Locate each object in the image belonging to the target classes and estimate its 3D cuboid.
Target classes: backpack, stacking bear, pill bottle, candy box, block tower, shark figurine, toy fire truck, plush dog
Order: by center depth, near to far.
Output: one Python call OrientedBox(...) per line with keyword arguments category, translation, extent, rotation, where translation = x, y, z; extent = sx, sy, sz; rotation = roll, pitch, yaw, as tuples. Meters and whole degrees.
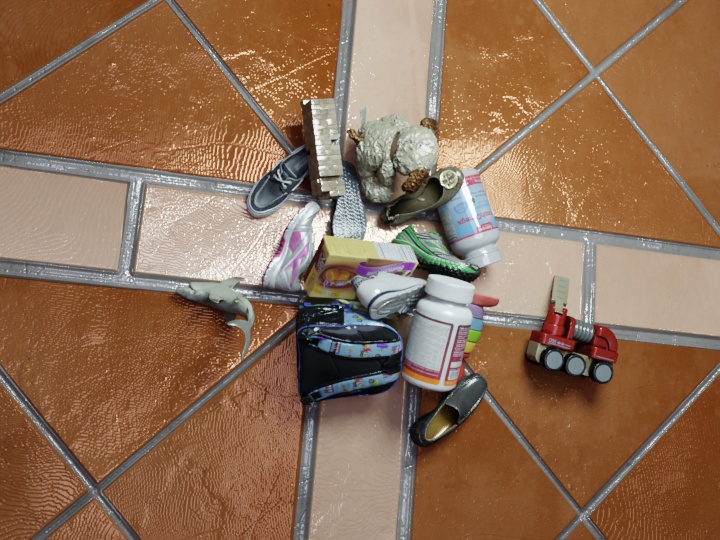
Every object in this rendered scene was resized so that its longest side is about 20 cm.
OrientedBox(category="pill bottle", translation=(0.149, 0.116, 1.229), extent=(0.109, 0.110, 0.202), rotation=(11, 99, -9))
OrientedBox(category="backpack", translation=(-0.024, 0.151, 1.245), extent=(0.198, 0.135, 0.184), rotation=(-3, 116, -6))
OrientedBox(category="shark figurine", translation=(-0.247, 0.086, 1.254), extent=(0.128, 0.214, 0.090), rotation=(-18, 127, -41))
OrientedBox(category="candy box", translation=(0.000, 0.000, 1.276), extent=(0.199, 0.117, 0.057), rotation=(6, 42, -29))
OrientedBox(category="block tower", translation=(-0.075, -0.245, 1.300), extent=(0.054, 0.058, 0.202), rotation=(-8, 90, -28))
OrientedBox(category="plush dog", translation=(0.077, -0.244, 1.310), extent=(0.171, 0.160, 0.202), rotation=(9, 77, 27))
OrientedBox(category="stacking bear", translation=(0.191, 0.137, 1.330), extent=(0.121, 0.113, 0.202), rotation=(15, 91, 35))
OrientedBox(category="pill bottle", translation=(0.228, -0.103, 1.371), extent=(0.108, 0.109, 0.201), rotation=(-19, 86, -13))
OrientedBox(category="toy fire truck", translation=(0.456, 0.120, 1.391), extent=(0.175, 0.129, 0.202), rotation=(15, 89, -9))

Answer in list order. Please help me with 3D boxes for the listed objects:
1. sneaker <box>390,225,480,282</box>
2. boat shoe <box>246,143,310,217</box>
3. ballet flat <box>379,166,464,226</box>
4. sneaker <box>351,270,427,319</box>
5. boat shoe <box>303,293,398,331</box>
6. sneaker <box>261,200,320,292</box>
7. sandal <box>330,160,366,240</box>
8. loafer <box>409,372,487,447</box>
OrientedBox(category="sneaker", translation=(0.158, -0.038, 1.336), extent=(0.199, 0.078, 0.086), rotation=(26, 73, 21))
OrientedBox(category="boat shoe", translation=(-0.153, -0.189, 1.328), extent=(0.200, 0.068, 0.072), rotation=(-42, 91, -14))
OrientedBox(category="ballet flat", translation=(0.121, -0.149, 1.333), extent=(0.199, 0.046, 0.068), rotation=(-27, 80, 25))
OrientedBox(category="sneaker", translation=(0.066, 0.034, 1.252), extent=(0.081, 0.199, 0.077), rotation=(46, 117, 26))
OrientedBox(category="boat shoe", translation=(-0.018, 0.083, 1.325), extent=(0.199, 0.063, 0.074), rotation=(13, 116, -4))
OrientedBox(category="sneaker", translation=(-0.123, -0.042, 1.312), extent=(0.088, 0.081, 0.201), rotation=(26, 86, -8))
OrientedBox(category="sandal", translation=(-0.029, -0.130, 1.364), extent=(0.075, 0.043, 0.202), rotation=(4, 71, -18))
OrientedBox(category="loafer", translation=(0.191, 0.287, 1.325), extent=(0.200, 0.072, 0.073), rotation=(-43, 90, -15))
